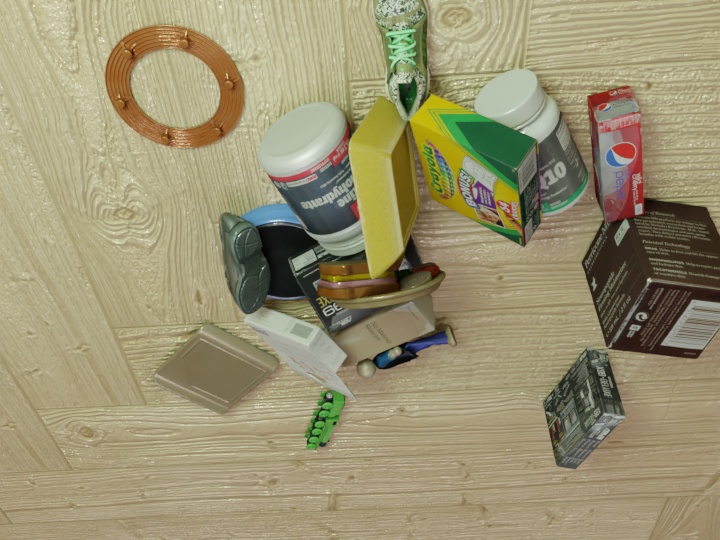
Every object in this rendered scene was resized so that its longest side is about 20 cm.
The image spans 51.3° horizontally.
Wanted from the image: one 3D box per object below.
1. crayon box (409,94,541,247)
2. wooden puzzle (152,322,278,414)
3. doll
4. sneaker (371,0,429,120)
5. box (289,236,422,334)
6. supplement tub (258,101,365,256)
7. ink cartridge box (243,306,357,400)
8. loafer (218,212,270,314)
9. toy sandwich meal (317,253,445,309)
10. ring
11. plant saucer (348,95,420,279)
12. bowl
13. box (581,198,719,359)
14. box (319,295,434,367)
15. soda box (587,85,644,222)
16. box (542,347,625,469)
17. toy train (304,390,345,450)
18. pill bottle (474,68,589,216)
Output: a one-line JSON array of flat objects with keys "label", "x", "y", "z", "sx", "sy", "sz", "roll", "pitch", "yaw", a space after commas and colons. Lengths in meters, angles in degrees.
[{"label": "crayon box", "x": 0.168, "y": -0.139, "z": 1.067, "sx": 0.172, "sy": 0.058, "sz": 0.200, "roll": 30, "pitch": 163, "yaw": 27}, {"label": "wooden puzzle", "x": -0.292, "y": 0.198, "z": 1.513, "sx": 0.184, "sy": 0.037, "sz": 0.200, "roll": 31, "pitch": 122, "yaw": -27}, {"label": "doll", "x": 0.083, "y": 0.156, "z": 1.429, "sx": 0.198, "sy": 0.049, "sz": 0.136, "roll": -21, "pitch": 172, "yaw": 9}, {"label": "sneaker", "x": 0.061, "y": -0.288, "z": 0.997, "sx": 0.076, "sy": 0.089, "sz": 0.201, "roll": -9, "pitch": 134, "yaw": 8}, {"label": "box", "x": 0.000, "y": 0.000, "z": 1.258, "sx": 0.198, "sy": 0.050, "sz": 0.158, "roll": -27, "pitch": 132, "yaw": -1}, {"label": "supplement tub", "x": -0.049, "y": -0.133, "z": 1.112, "sx": 0.139, "sy": 0.141, "sz": 0.201, "roll": -19, "pitch": 132, "yaw": 17}, {"label": "ink cartridge box", "x": -0.100, "y": 0.148, "z": 1.375, "sx": 0.199, "sy": 0.045, "sz": 0.177, "roll": 15, "pitch": 152, "yaw": 47}, {"label": "loafer", "x": -0.195, "y": -0.014, "z": 1.240, "sx": 0.072, "sy": 0.063, "sz": 0.201, "roll": -33, "pitch": 145, "yaw": -29}, {"label": "toy sandwich meal", "x": 0.029, "y": 0.004, "z": 1.135, "sx": 0.203, "sy": 0.205, "sz": 0.071, "roll": -10, "pitch": 99, "yaw": 9}, {"label": "ring", "x": -0.267, "y": -0.255, "z": 1.074, "sx": 0.198, "sy": 0.019, "sz": 0.202, "roll": 0, "pitch": 134, "yaw": 0}, {"label": "plant saucer", "x": 0.043, "y": -0.121, "z": 1.051, "sx": 0.048, "sy": 0.200, "sz": 0.202, "roll": -1, "pitch": 120, "yaw": 17}, {"label": "bowl", "x": -0.130, "y": -0.026, "z": 1.288, "sx": 0.198, "sy": 0.040, "sz": 0.202, "roll": 0, "pitch": 135, "yaw": 0}, {"label": "box", "x": 0.483, "y": 0.011, "z": 1.220, "sx": 0.162, "sy": 0.201, "sz": 0.167, "roll": 6, "pitch": 134, "yaw": -7}, {"label": "box", "x": 0.030, "y": 0.092, "z": 1.379, "sx": 0.199, "sy": 0.078, "sz": 0.095, "roll": -26, "pitch": 129, "yaw": 23}, {"label": "soda box", "x": 0.386, "y": -0.172, "z": 1.130, "sx": 0.063, "sy": 0.070, "sz": 0.201, "roll": -11, "pitch": 134, "yaw": 11}, {"label": "box", "x": 0.447, "y": 0.280, "z": 1.516, "sx": 0.049, "sy": 0.159, "sz": 0.201, "roll": 12, "pitch": 133, "yaw": -12}, {"label": "toy train", "x": -0.078, "y": 0.330, "z": 1.642, "sx": 0.056, "sy": 0.042, "sz": 0.201, "roll": 2, "pitch": 135, "yaw": -18}, {"label": "pill bottle", "x": 0.248, "y": -0.184, "z": 1.086, "sx": 0.112, "sy": 0.114, "sz": 0.200, "roll": -24, "pitch": 130, "yaw": 21}]
